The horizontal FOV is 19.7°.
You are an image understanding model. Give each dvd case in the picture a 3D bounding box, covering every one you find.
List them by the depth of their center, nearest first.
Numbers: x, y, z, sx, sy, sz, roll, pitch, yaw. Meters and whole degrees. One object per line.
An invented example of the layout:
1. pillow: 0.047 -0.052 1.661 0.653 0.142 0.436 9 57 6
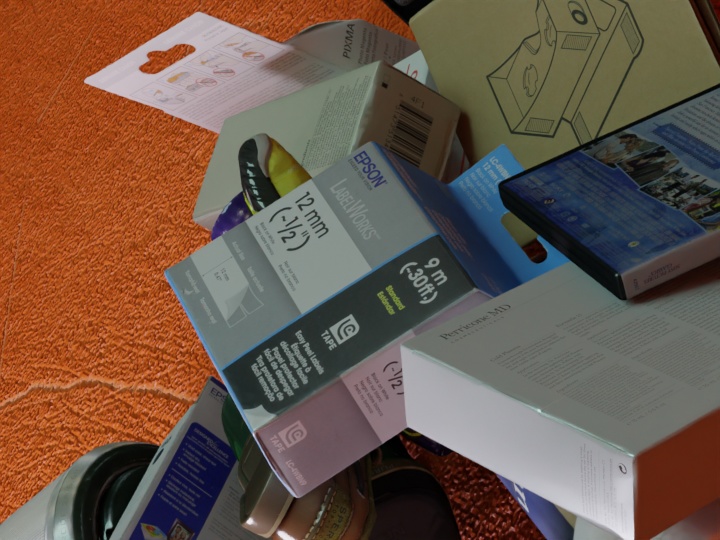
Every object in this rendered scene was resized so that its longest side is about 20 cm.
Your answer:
1. dvd case: 0.184 -0.055 1.043 0.199 0.018 0.143 -24 27 -11

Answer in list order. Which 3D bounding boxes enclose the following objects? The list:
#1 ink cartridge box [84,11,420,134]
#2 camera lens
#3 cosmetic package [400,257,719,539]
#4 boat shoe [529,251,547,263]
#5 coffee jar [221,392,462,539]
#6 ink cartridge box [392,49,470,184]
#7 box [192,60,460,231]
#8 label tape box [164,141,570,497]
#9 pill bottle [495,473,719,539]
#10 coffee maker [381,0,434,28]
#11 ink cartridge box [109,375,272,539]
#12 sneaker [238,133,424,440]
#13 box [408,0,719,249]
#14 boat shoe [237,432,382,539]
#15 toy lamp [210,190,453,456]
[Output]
1. ink cartridge box: -0.068 -0.142 1.460 0.162 0.199 0.058 -21 53 50
2. camera lens: -0.179 0.221 1.406 0.200 0.159 0.161 -38 39 39
3. cosmetic package: 0.141 0.042 0.969 0.150 0.199 0.052 27 130 44
4. boat shoe: 0.144 0.008 1.138 0.199 0.070 0.071 -29 44 44
5. coffee jar: -0.011 0.131 1.263 0.104 0.086 0.200 -26 33 -4
6. ink cartridge box: 0.029 -0.073 1.386 0.199 0.067 0.118 -26 47 49
7. box: -0.025 -0.067 1.328 0.199 0.068 0.083 -11 57 58
8. label tape box: 0.013 0.005 1.084 0.199 0.066 0.144 -34 42 0
9. pill bottle: 0.141 0.106 1.023 0.112 0.111 0.200 -58 30 11
10. coffee maker: 0.087 -0.256 1.314 0.199 0.193 0.134 -28 4 45
11. ink cartridge box: -0.101 0.168 1.326 0.039 0.099 0.201 -44 13 43
12. sneaker: 0.000 0.000 1.193 0.076 0.201 0.075 -34 -11 -9
13. box: 0.125 -0.122 1.223 0.200 0.021 0.165 -31 80 46
14. boat shoe: -0.026 0.109 1.170 0.072 0.068 0.200 -61 8 19
15. toy lamp: -0.008 0.032 1.246 0.200 0.058 0.058 44 110 21
